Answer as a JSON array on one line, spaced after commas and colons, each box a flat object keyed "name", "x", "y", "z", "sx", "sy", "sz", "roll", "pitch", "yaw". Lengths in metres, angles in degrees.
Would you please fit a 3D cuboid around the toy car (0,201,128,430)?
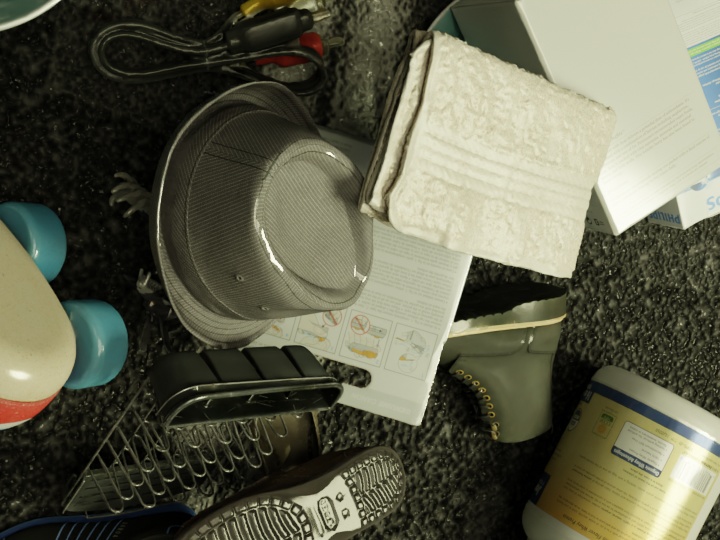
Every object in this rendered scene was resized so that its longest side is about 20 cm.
[{"name": "toy car", "x": -0.298, "y": 0.062, "z": 0.733, "sx": 0.200, "sy": 0.184, "sz": 0.177, "roll": -45, "pitch": 71, "yaw": 22}]

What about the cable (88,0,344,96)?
[{"name": "cable", "x": -0.104, "y": -0.170, "z": 0.841, "sx": 0.198, "sy": 0.050, "sz": 0.098, "roll": -15, "pitch": 122, "yaw": -7}]

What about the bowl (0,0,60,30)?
[{"name": "bowl", "x": -0.269, "y": -0.253, "z": 0.712, "sx": 0.199, "sy": 0.105, "sz": 0.203, "roll": -4, "pitch": 100, "yaw": -21}]

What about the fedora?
[{"name": "fedora", "x": -0.049, "y": -0.029, "z": 0.734, "sx": 0.177, "sy": 0.090, "sz": 0.201, "roll": -56, "pitch": 142, "yaw": -25}]

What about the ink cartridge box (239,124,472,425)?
[{"name": "ink cartridge box", "x": 0.000, "y": 0.000, "z": 0.865, "sx": 0.161, "sy": 0.057, "sz": 0.202, "roll": 16, "pitch": 98, "yaw": 2}]

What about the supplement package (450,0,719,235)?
[{"name": "supplement package", "x": 0.182, "y": -0.150, "z": 0.876, "sx": 0.121, "sy": 0.120, "sz": 0.201, "roll": -31, "pitch": 109, "yaw": -12}]

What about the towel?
[{"name": "towel", "x": 0.095, "y": -0.075, "z": 0.755, "sx": 0.199, "sy": 0.034, "sz": 0.134, "roll": 13, "pitch": 96, "yaw": -36}]

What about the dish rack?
[{"name": "dish rack", "x": -0.122, "y": 0.128, "z": 0.799, "sx": 0.153, "sy": 0.055, "sz": 0.200, "roll": 2, "pitch": 137, "yaw": -45}]

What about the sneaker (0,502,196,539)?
[{"name": "sneaker", "x": -0.208, "y": 0.227, "z": 0.833, "sx": 0.198, "sy": 0.078, "sz": 0.071, "roll": -12, "pitch": 104, "yaw": -20}]

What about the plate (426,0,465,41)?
[{"name": "plate", "x": 0.124, "y": -0.142, "z": 0.934, "sx": 0.198, "sy": 0.026, "sz": 0.202, "roll": -4, "pitch": 100, "yaw": -22}]

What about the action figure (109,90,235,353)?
[{"name": "action figure", "x": -0.127, "y": -0.037, "z": 0.804, "sx": 0.102, "sy": 0.118, "sz": 0.201, "roll": 32, "pitch": 78, "yaw": -53}]

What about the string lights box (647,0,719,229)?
[{"name": "string lights box", "x": 0.291, "y": -0.150, "z": 0.981, "sx": 0.102, "sy": 0.059, "sz": 0.202, "roll": -23, "pitch": 107, "yaw": -16}]

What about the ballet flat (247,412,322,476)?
[{"name": "ballet flat", "x": -0.057, "y": 0.152, "z": 0.899, "sx": 0.067, "sy": 0.046, "sz": 0.202, "roll": -14, "pitch": 104, "yaw": -20}]

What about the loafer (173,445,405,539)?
[{"name": "loafer", "x": -0.059, "y": 0.191, "z": 0.839, "sx": 0.199, "sy": 0.071, "sz": 0.074, "roll": -16, "pitch": 95, "yaw": -31}]

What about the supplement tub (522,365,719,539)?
[{"name": "supplement tub", "x": 0.231, "y": 0.202, "z": 0.971, "sx": 0.144, "sy": 0.144, "sz": 0.201, "roll": 30, "pitch": 87, "yaw": -23}]

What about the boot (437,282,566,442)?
[{"name": "boot", "x": 0.090, "y": 0.094, "z": 0.937, "sx": 0.198, "sy": 0.077, "sz": 0.140, "roll": -7, "pitch": 106, "yaw": -20}]
